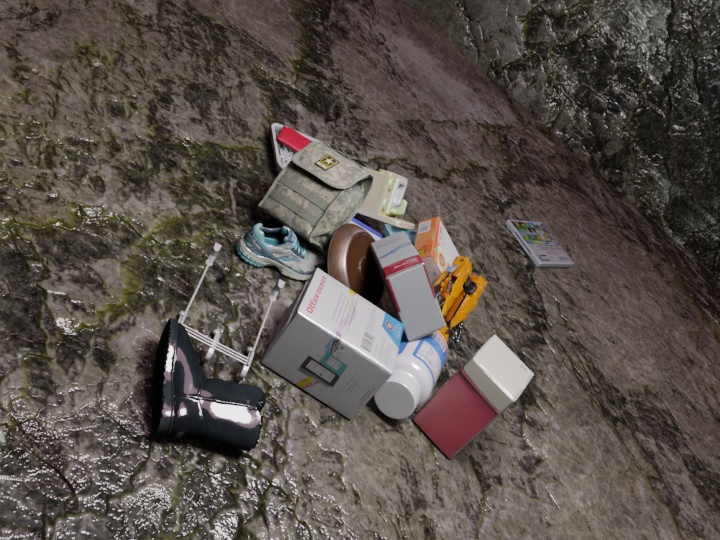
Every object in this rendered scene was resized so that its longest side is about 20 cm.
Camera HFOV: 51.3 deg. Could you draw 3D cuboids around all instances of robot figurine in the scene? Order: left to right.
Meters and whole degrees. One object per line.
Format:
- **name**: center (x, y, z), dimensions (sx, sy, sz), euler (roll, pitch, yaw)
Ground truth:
- **robot figurine**: center (0.196, 0.076, 1.652), dimensions (0.058, 0.201, 0.145), euler (20, -21, 50)

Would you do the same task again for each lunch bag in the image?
- **lunch bag**: center (-0.087, -0.165, 1.575), dimensions (0.163, 0.201, 0.118), euler (34, -3, 28)

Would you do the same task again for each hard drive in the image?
- **hard drive**: center (-0.010, -0.104, 1.721), dimensions (0.198, 0.026, 0.132), euler (29, 4, -28)

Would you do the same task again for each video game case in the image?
- **video game case**: center (0.561, -0.083, 2.348), dimensions (0.198, 0.022, 0.184), euler (0, 49, -44)

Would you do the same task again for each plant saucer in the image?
- **plant saucer**: center (0.000, 0.000, 1.565), dimensions (0.199, 0.034, 0.204), euler (16, 71, -55)
- **plant saucer**: center (0.116, -0.064, 1.742), dimensions (0.199, 0.019, 0.071), euler (6, 52, -57)

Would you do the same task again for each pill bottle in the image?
- **pill bottle**: center (0.095, 0.196, 1.453), dimensions (0.112, 0.113, 0.200), euler (39, 33, 2)

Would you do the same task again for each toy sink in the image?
- **toy sink**: center (0.038, -0.182, 1.764), dimensions (0.198, 0.114, 0.130), euler (21, 8, 21)

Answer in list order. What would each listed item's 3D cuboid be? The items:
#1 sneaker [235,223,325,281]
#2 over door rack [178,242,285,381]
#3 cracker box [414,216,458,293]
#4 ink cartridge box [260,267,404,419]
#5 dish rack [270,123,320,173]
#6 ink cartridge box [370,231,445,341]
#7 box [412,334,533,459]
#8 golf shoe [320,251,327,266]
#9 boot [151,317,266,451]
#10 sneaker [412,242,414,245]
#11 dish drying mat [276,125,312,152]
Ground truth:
- **sneaker**: center (-0.148, -0.041, 1.522), dimensions (0.198, 0.087, 0.078), euler (13, 40, -35)
- **over door rack**: center (-0.232, 0.076, 1.298), dimensions (0.146, 0.067, 0.202), euler (29, 54, -14)
- **cracker box**: center (0.189, -0.004, 1.738), dimensions (0.201, 0.057, 0.135), euler (57, 31, -33)
- **ink cartridge box**: center (-0.048, 0.131, 1.355), dimensions (0.199, 0.146, 0.147), euler (34, 33, -8)
- **dish rack**: center (-0.146, -0.269, 1.845), dimensions (0.170, 0.044, 0.202), euler (18, 38, -29)
- **ink cartridge box**: center (0.092, 0.025, 1.507), dimensions (0.200, 0.082, 0.147), euler (-110, 179, -67)
- **box**: center (0.214, 0.241, 1.433), dimensions (0.109, 0.201, 0.128), euler (45, 32, 10)
- **golf shoe**: center (-0.056, -0.046, 1.637), dimensions (0.199, 0.076, 0.092), euler (37, 36, 0)
- **boot**: center (-0.235, 0.180, 1.170), dimensions (0.166, 0.077, 0.202), euler (15, 46, -27)
- **sneaker**: center (0.116, 0.000, 1.773), dimensions (0.077, 0.072, 0.202), euler (45, 24, -39)
- **dish drying mat**: center (-0.111, -0.289, 1.848), dimensions (0.198, 0.018, 0.077), euler (31, 33, -13)
